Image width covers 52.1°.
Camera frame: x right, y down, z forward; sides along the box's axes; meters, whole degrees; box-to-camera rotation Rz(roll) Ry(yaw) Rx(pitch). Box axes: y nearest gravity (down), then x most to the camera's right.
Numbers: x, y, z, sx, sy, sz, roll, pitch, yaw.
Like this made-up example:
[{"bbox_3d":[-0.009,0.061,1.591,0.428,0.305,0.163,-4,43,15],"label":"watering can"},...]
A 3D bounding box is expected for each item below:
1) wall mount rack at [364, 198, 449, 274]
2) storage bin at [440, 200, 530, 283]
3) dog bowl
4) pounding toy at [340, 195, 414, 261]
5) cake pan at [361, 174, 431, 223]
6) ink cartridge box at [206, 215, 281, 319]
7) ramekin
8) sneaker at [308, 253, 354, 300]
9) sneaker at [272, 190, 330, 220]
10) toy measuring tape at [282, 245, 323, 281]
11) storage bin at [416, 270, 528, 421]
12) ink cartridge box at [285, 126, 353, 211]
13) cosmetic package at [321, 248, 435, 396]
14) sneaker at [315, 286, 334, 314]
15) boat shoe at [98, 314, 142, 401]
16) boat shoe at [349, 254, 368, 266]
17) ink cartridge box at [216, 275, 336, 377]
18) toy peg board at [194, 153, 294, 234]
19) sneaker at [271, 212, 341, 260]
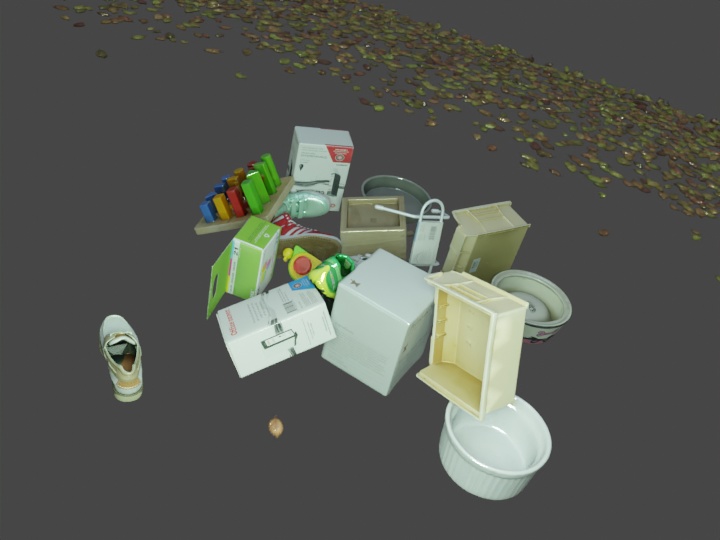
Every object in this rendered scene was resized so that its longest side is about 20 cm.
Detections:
[{"bbox_3d":[0.109,-0.075,1.659,0.172,0.203,0.075,0,22,-28],"label":"wall mount rack"},{"bbox_3d":[0.276,-0.045,1.750,0.196,0.202,0.094,-11,46,-31],"label":"storage bin"},{"bbox_3d":[0.387,0.089,1.722,0.197,0.074,0.201,10,37,-8],"label":"dog bowl"},{"bbox_3d":[0.046,-0.093,1.808,0.181,0.144,0.201,-1,35,2],"label":"pounding toy"},{"bbox_3d":[0.095,-0.192,2.011,0.197,0.037,0.201,10,37,-7],"label":"cake pan"},{"bbox_3d":[-0.245,0.004,1.547,0.075,0.149,0.201,19,38,5],"label":"ink cartridge box"},{"bbox_3d":[0.239,0.319,1.352,0.197,0.099,0.202,9,36,-7],"label":"ramekin"},{"bbox_3d":[-0.037,0.015,1.485,0.074,0.084,0.200,47,7,13],"label":"sneaker"},{"bbox_3d":[-0.175,-0.147,1.824,0.197,0.075,0.119,4,30,1],"label":"sneaker"},{"bbox_3d":[-0.097,0.017,1.657,0.199,0.074,0.074,34,39,8],"label":"toy measuring tape"},{"bbox_3d":[0.192,0.125,1.326,0.093,0.203,0.198,-12,25,-33],"label":"storage bin"},{"bbox_3d":[-0.110,-0.256,1.888,0.142,0.202,0.084,2,42,-17],"label":"ink cartridge box"},{"bbox_3d":[0.044,0.102,1.478,0.165,0.202,0.167,29,40,18],"label":"cosmetic package"},{"bbox_3d":[-0.063,0.064,1.574,0.198,0.100,0.071,-13,43,-34],"label":"sneaker"},{"bbox_3d":[-0.439,0.145,1.363,0.074,0.069,0.201,-8,42,-28],"label":"boat shoe"},{"bbox_3d":[0.000,0.000,1.657,0.199,0.074,0.067,27,78,47],"label":"boat shoe"},{"bbox_3d":[-0.164,0.104,1.419,0.198,0.085,0.146,-22,26,-9],"label":"ink cartridge box"},{"bbox_3d":[-0.287,-0.191,1.753,0.196,0.099,0.201,-7,32,21],"label":"toy peg board"},{"bbox_3d":[-0.139,-0.082,1.738,0.197,0.072,0.113,0,37,5],"label":"sneaker"}]
